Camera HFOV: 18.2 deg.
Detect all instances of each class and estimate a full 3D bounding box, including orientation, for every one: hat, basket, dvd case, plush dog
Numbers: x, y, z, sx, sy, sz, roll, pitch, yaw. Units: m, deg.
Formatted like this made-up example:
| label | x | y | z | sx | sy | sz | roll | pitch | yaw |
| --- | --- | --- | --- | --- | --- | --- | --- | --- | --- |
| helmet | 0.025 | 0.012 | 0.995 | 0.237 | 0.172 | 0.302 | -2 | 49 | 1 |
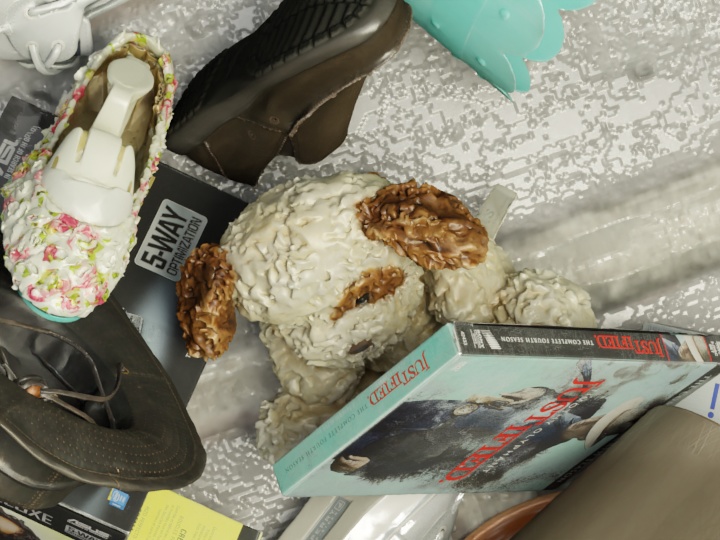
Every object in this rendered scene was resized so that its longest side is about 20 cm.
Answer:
| label | x | y | z | sx | sy | sz | roll | pitch | yaw |
| --- | --- | --- | --- | --- | --- | --- | --- | --- | --- |
| hat | -0.171 | 0.059 | 1.089 | 0.200 | 0.201 | 0.081 | 38 | 109 | -2 |
| basket | 0.130 | 0.178 | 1.125 | 0.180 | 0.136 | 0.200 | 43 | 73 | -11 |
| dvd case | 0.073 | 0.072 | 1.127 | 0.146 | 0.199 | 0.022 | -40 | 60 | 38 |
| plush dog | 0.000 | 0.000 | 1.151 | 0.199 | 0.172 | 0.162 | -23 | 68 | 18 |

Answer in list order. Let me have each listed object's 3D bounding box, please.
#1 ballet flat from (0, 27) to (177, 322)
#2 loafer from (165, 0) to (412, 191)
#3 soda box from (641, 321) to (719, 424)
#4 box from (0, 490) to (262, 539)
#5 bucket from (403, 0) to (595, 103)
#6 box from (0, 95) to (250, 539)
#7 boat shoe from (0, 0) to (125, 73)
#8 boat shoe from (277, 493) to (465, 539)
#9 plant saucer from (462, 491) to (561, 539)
| label | x | y | z | sx | sy | sz | roll | pitch | yaw |
| --- | --- | --- | --- | --- | --- | --- | --- | --- | --- |
| ballet flat | -0.135 | -0.058 | 1.135 | 0.075 | 0.201 | 0.064 | 21 | 127 | -11 |
| loafer | -0.027 | -0.099 | 1.175 | 0.071 | 0.200 | 0.073 | 36 | 59 | -19 |
| soda box | 0.244 | 0.079 | 1.191 | 0.198 | 0.068 | 0.064 | 13 | 90 | 24 |
| box | -0.156 | 0.130 | 1.209 | 0.199 | 0.075 | 0.050 | 24 | 66 | -1 |
| bucket | 0.080 | -0.204 | 1.159 | 0.134 | 0.207 | 0.208 | 35 | 89 | 4 |
| box | -0.156 | 0.027 | 1.185 | 0.157 | 0.050 | 0.201 | 25 | 64 | -2 |
| boat shoe | -0.165 | -0.145 | 1.210 | 0.199 | 0.072 | 0.069 | -32 | 91 | -10 |
| boat shoe | 0.016 | 0.143 | 1.225 | 0.200 | 0.072 | 0.069 | -52 | 124 | -15 |
| plant saucer | 0.122 | 0.218 | 1.206 | 0.198 | 0.037 | 0.202 | -6 | 65 | 13 |
